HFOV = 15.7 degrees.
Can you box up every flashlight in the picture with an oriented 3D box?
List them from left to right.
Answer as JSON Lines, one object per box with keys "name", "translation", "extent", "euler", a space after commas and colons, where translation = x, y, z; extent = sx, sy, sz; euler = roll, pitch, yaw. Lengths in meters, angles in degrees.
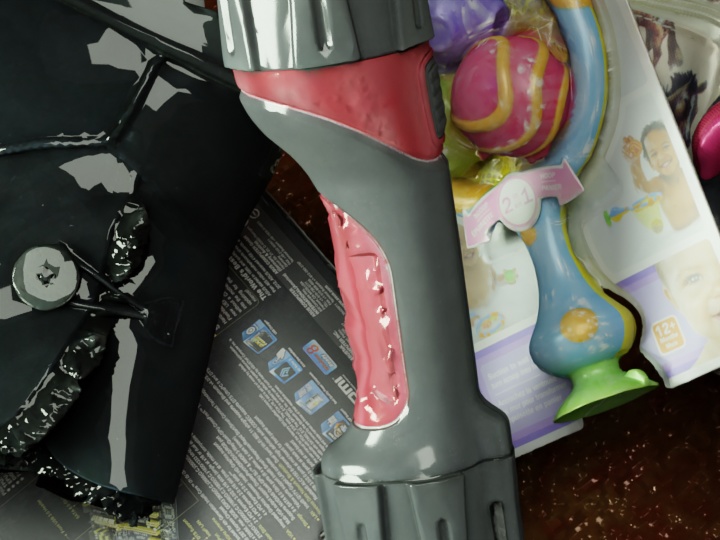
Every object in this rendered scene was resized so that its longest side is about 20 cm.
{"name": "flashlight", "translation": [0.000, 0.000, 0.810], "extent": [0.068, 0.068, 0.200], "euler": [-15, 106, -31]}

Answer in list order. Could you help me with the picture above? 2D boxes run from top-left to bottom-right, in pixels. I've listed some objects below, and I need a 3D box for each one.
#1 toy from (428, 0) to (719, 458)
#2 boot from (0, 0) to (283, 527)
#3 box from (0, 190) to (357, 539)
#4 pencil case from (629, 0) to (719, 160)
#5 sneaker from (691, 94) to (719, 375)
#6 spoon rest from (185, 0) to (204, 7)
{"name": "toy", "translation": [0.040, -0.046, 0.836], "extent": [0.115, 0.047, 0.200], "euler": [-28, 81, 38]}
{"name": "boot", "translation": [-0.128, -0.024, 0.836], "extent": [0.200, 0.076, 0.168], "euler": [22, 83, -2]}
{"name": "box", "translation": [-0.083, 0.037, 0.900], "extent": [0.161, 0.049, 0.200], "euler": [-38, 70, -12]}
{"name": "pencil case", "translation": [0.050, -0.099, 0.923], "extent": [0.200, 0.089, 0.078], "euler": [25, 72, 13]}
{"name": "sneaker", "translation": [0.143, 0.035, 0.840], "extent": [0.081, 0.075, 0.200], "euler": [-12, 91, 36]}
{"name": "spoon rest", "translation": [-0.104, -0.121, 0.940], "extent": [0.099, 0.061, 0.200], "euler": [-13, 59, 15]}
